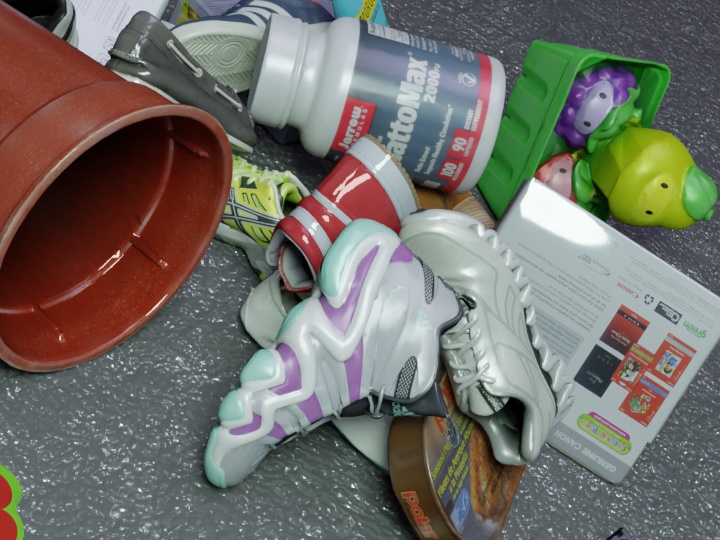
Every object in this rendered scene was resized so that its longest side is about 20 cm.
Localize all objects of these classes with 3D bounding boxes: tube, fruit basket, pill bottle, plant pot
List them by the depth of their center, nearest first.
[{"bbox_3d":[-0.222,-0.072,0.819,0.195,0.202,0.200,38,34,23],"label":"plant pot"},{"bbox_3d":[0.010,-0.144,1.040,0.198,0.120,0.120,13,37,-10],"label":"pill bottle"},{"bbox_3d":[0.005,-0.206,1.116,0.050,0.201,0.078,-1,51,16],"label":"tube"},{"bbox_3d":[0.234,-0.104,1.195,0.154,0.216,0.216,0,45,-38],"label":"fruit basket"}]

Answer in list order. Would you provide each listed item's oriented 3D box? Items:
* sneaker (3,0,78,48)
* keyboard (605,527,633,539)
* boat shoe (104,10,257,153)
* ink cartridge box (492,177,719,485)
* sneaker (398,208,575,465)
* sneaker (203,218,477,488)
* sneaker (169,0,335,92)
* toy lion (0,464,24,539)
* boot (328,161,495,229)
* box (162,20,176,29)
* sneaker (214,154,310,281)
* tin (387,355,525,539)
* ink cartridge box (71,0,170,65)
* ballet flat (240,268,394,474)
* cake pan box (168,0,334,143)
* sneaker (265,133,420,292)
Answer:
[{"bbox_3d":[-0.300,-0.166,0.907,0.199,0.080,0.074,-26,86,-23],"label":"sneaker"},{"bbox_3d":[0.229,0.279,0.879,0.104,0.040,0.200,-27,64,-26],"label":"keyboard"},{"bbox_3d":[-0.124,-0.138,0.948,0.066,0.057,0.200,21,-2,22],"label":"boat shoe"},{"bbox_3d":[0.176,0.049,1.037,0.199,0.176,0.084,33,3,1],"label":"ink cartridge box"},{"bbox_3d":[0.084,0.047,0.853,0.201,0.075,0.081,57,41,-22],"label":"sneaker"},{"bbox_3d":[-0.001,0.082,0.797,0.139,0.201,0.078,35,1,6],"label":"sneaker"},{"bbox_3d":[-0.104,-0.212,1.104,0.199,0.075,0.085,-10,55,-44],"label":"sneaker"},{"bbox_3d":[-0.278,0.104,0.664,0.191,0.069,0.201,12,39,-39],"label":"toy lion"},{"bbox_3d":[0.025,-0.058,1.084,0.199,0.077,0.155,-19,57,-46],"label":"boot"},{"bbox_3d":[-0.225,-0.192,1.086,0.199,0.042,0.120,22,36,-19],"label":"box"},{"bbox_3d":[-0.084,-0.058,0.997,0.199,0.077,0.075,37,36,10],"label":"sneaker"},{"bbox_3d":[0.074,0.118,0.896,0.113,0.042,0.200,66,29,-18],"label":"tin"},{"bbox_3d":[-0.265,-0.217,1.000,0.199,0.043,0.198,26,67,-10],"label":"ink cartridge box"},{"bbox_3d":[-0.007,0.073,0.906,0.200,0.070,0.069,43,36,14],"label":"ballet flat"},{"bbox_3d":[-0.062,-0.214,1.233,0.184,0.052,0.199,47,37,17],"label":"cake pan box"},{"bbox_3d":[0.000,0.000,0.915,0.112,0.201,0.071,-42,52,-12],"label":"sneaker"}]
